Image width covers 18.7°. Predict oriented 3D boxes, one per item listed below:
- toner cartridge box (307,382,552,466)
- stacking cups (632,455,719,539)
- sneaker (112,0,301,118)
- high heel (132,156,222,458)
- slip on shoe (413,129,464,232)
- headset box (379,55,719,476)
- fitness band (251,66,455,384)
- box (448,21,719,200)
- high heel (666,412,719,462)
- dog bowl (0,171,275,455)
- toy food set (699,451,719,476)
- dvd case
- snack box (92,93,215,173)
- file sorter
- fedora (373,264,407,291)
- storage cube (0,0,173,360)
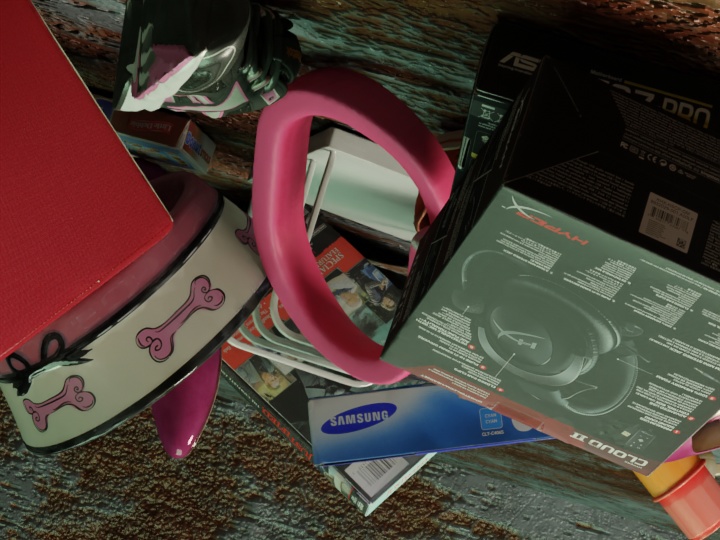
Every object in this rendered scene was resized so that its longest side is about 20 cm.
[{"bbox_3d":[0.068,0.089,1.368,0.198,0.044,0.095,-7,176,-1],"label":"toner cartridge box"},{"bbox_3d":[0.187,0.100,1.536,0.201,0.060,0.060,53,168,-1],"label":"stacking cups"},{"bbox_3d":[-0.067,-0.115,1.063,0.086,0.081,0.200,7,-179,-11],"label":"sneaker"},{"bbox_3d":[-0.147,0.023,1.457,0.096,0.202,0.067,14,152,-35],"label":"high heel"},{"bbox_3d":[0.090,-0.045,1.158,0.074,0.062,0.200,24,164,-25],"label":"slip on shoe"},{"bbox_3d":[0.106,0.009,1.005,0.148,0.078,0.200,24,150,-5],"label":"headset box"},{"bbox_3d":[-0.004,-0.021,1.212,0.143,0.037,0.201,39,145,24],"label":"fitness band"},{"bbox_3d":[0.143,-0.031,1.046,0.198,0.049,0.162,16,149,4],"label":"box"},{"bbox_3d":[0.264,0.098,1.483,0.199,0.068,0.096,-11,-159,-43],"label":"high heel"},{"bbox_3d":[-0.146,0.018,1.331,0.074,0.200,0.200,53,158,-17],"label":"dog bowl"},{"bbox_3d":[0.294,0.128,1.647,0.142,0.061,0.200,-6,167,0],"label":"toy food set"},{"bbox_3d":[-0.019,0.058,1.527,0.200,0.146,0.022,41,147,15],"label":"dvd case"},{"bbox_3d":[-0.199,-0.106,1.462,0.198,0.025,0.072,15,172,13],"label":"snack box"},{"bbox_3d":[0.000,0.000,1.410,0.138,0.126,0.200,19,170,-15],"label":"file sorter"},{"bbox_3d":[-0.045,0.027,1.665,0.199,0.091,0.177,19,-175,-21],"label":"fedora"},{"bbox_3d":[-0.247,-0.044,1.245,0.201,0.179,0.171,58,157,-14],"label":"storage cube"}]
